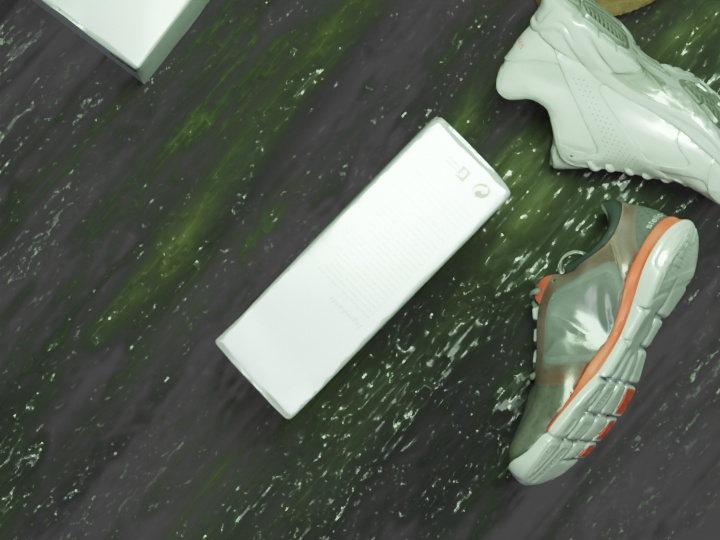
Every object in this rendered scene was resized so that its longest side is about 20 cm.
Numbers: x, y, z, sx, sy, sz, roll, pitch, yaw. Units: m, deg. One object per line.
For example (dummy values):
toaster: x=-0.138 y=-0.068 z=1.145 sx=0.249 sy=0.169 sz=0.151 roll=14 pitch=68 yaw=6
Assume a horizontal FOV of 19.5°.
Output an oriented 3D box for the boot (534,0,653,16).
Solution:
boot: x=0.200 y=-0.222 z=1.373 sx=0.200 sy=0.074 sz=0.076 roll=-20 pitch=107 yaw=2

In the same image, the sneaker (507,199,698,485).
sneaker: x=0.141 y=0.044 z=1.365 sx=0.082 sy=0.077 sz=0.200 roll=30 pitch=86 yaw=26

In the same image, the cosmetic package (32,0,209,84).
cosmetic package: x=-0.124 y=-0.233 z=1.350 sx=0.113 sy=0.081 sz=0.200 roll=39 pitch=89 yaw=0

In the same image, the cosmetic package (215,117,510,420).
cosmetic package: x=0.000 y=0.000 z=1.336 sx=0.200 sy=0.102 sz=0.074 roll=-44 pitch=89 yaw=-4

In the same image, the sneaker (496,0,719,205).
sneaker: x=0.173 y=-0.093 z=1.366 sx=0.200 sy=0.078 sz=0.099 roll=38 pitch=115 yaw=-9
